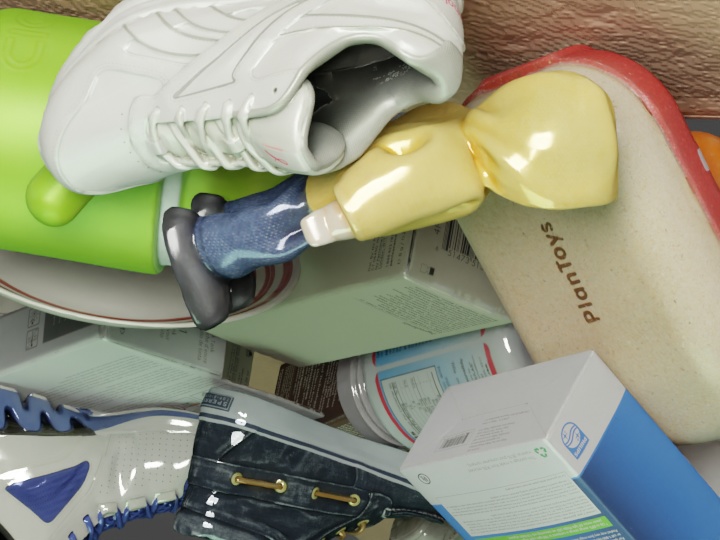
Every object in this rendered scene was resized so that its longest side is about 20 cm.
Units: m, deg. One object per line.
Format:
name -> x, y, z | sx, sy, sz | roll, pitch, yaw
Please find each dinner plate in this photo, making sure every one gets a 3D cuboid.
dinner plate -> -0.131, -0.010, 1.178 | 0.200, 0.024, 0.200 | 9, -156, -4

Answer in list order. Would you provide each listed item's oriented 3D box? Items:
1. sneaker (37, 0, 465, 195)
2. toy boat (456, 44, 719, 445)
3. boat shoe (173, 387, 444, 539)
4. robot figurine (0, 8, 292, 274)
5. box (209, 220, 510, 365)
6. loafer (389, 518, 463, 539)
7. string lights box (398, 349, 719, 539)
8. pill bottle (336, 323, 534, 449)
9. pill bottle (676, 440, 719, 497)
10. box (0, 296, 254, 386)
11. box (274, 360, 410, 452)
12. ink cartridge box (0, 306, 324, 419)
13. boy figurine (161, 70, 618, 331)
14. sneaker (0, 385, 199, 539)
sneaker -> -0.047, -0.073, 0.929 | 0.200, 0.099, 0.078 | -24, 133, 15
toy boat -> 0.137, -0.021, 1.051 | 0.130, 0.131, 0.200 | -16, 106, 49
boat shoe -> -0.024, 0.140, 1.343 | 0.200, 0.091, 0.071 | 23, 171, -34
robot figurine -> -0.122, -0.060, 1.077 | 0.200, 0.116, 0.175 | 10, 174, 1
box -> 0.000, 0.000, 1.239 | 0.082, 0.068, 0.200 | 23, 158, -33
loafer -> 0.086, 0.157, 1.521 | 0.070, 0.070, 0.200 | -33, 180, 37
string lights box -> 0.123, 0.134, 1.064 | 0.103, 0.059, 0.200 | -17, 122, 48
pill bottle -> 0.071, 0.052, 1.314 | 0.109, 0.109, 0.200 | 20, 160, -27
pill bottle -> 0.153, 0.144, 1.222 | 0.109, 0.109, 0.200 | 16, 160, -15
box -> -0.149, 0.034, 1.445 | 0.082, 0.068, 0.200 | 0, 158, 26
box -> 0.017, 0.089, 1.514 | 0.100, 0.075, 0.200 | 18, 162, -19
ink cartridge box -> -0.148, 0.068, 1.376 | 0.173, 0.044, 0.200 | 21, 152, -39
boy figurine -> 0.018, -0.035, 0.971 | 0.200, 0.065, 0.124 | -16, -173, 16
sneaker -> -0.166, 0.142, 1.350 | 0.199, 0.115, 0.081 | 8, 158, -11
